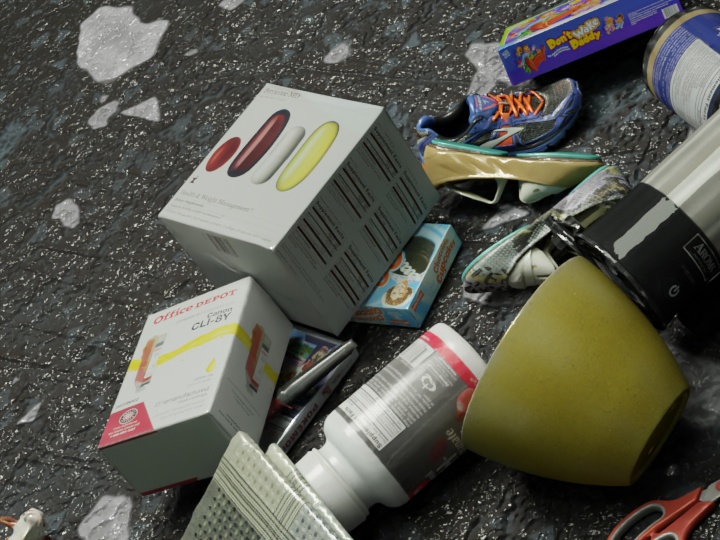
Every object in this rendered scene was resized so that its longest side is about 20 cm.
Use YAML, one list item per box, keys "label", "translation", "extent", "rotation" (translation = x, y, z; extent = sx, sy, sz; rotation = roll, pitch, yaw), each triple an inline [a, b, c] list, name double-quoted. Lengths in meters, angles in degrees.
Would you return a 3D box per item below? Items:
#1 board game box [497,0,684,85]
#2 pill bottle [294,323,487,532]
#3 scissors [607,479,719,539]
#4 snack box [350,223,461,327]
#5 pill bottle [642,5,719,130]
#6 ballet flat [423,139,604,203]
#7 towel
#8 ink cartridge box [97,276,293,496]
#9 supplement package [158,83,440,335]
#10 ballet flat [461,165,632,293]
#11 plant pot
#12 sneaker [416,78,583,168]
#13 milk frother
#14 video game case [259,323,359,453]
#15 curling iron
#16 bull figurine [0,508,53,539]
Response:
- label: "board game box"
  translation: [0.256, -0.276, 1.837]
  extent: [0.200, 0.045, 0.134]
  rotation: [-22, 14, 15]
- label: "pill bottle"
  translation: [0.036, 0.152, 1.561]
  extent: [0.200, 0.111, 0.111]
  rotation: [-40, 40, -6]
- label: "scissors"
  translation: [0.297, 0.189, 1.422]
  extent: [0.200, 0.014, 0.073]
  rotation: [-43, 39, -7]
- label: "snack box"
  translation: [0.000, 0.000, 1.791]
  extent: [0.200, 0.037, 0.116]
  rotation: [4, 54, 36]
- label: "pill bottle"
  translation: [0.378, -0.177, 1.650]
  extent: [0.112, 0.112, 0.200]
  rotation: [-37, 40, -2]
- label: "ballet flat"
  translation: [0.162, -0.101, 1.764]
  extent: [0.200, 0.069, 0.063]
  rotation: [8, 96, 25]
- label: "towel"
  translation: [-0.094, 0.274, 1.522]
  extent: [0.200, 0.035, 0.193]
  rotation: [42, 110, 40]
- label: "ink cartridge box"
  translation: [-0.166, 0.117, 1.692]
  extent: [0.145, 0.083, 0.200]
  rotation: [-20, 34, 28]
- label: "supplement package"
  translation: [-0.064, -0.069, 1.758]
  extent: [0.191, 0.147, 0.200]
  rotation: [16, 61, 43]
- label: "ballet flat"
  translation: [0.196, -0.027, 1.666]
  extent: [0.200, 0.072, 0.072]
  rotation: [-37, 40, 0]
- label: "plant pot"
  translation: [0.203, 0.108, 1.454]
  extent: [0.142, 0.200, 0.200]
  rotation: [31, 70, 20]
- label: "sneaker"
  translation: [0.150, -0.162, 1.816]
  extent: [0.200, 0.078, 0.075]
  rotation: [-24, 42, 13]
- label: "milk frother"
  translation: [0.286, -0.059, 1.536]
  extent: [0.188, 0.181, 0.200]
  rotation: [-42, 54, -3]
- label: "video game case"
  translation: [-0.123, 0.129, 1.762]
  extent: [0.200, 0.023, 0.182]
  rotation: [17, 62, 44]
- label: "curling iron"
  translation: [-0.080, 0.140, 1.681]
  extent: [0.200, 0.026, 0.050]
  rotation: [-40, 33, -4]
- label: "bull figurine"
  translation: [-0.407, 0.323, 1.718]
  extent: [0.200, 0.065, 0.121]
  rotation: [-34, 6, 13]
